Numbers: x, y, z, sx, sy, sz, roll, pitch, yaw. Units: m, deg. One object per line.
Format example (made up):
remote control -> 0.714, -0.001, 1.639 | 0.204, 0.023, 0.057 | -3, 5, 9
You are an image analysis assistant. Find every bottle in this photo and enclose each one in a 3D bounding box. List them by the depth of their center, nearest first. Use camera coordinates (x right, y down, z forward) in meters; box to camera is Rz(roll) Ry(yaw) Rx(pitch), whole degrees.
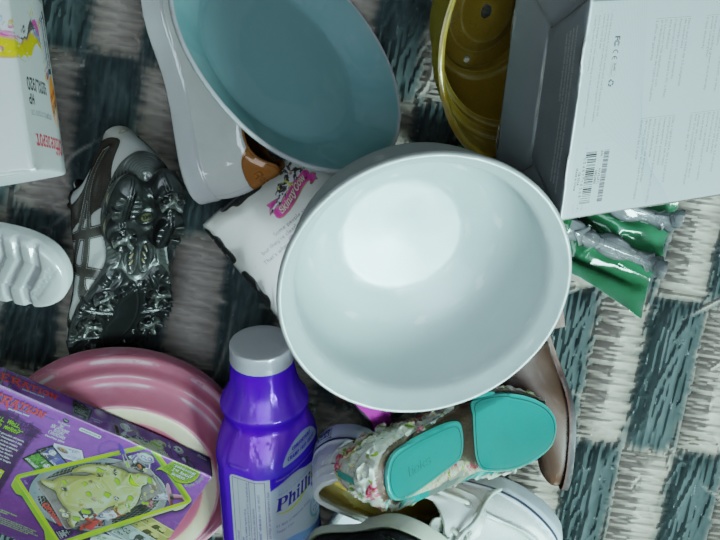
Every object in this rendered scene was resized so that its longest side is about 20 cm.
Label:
bottle -> -0.069, 0.136, 1.299 | 0.065, 0.084, 0.200 | 15, 124, 24

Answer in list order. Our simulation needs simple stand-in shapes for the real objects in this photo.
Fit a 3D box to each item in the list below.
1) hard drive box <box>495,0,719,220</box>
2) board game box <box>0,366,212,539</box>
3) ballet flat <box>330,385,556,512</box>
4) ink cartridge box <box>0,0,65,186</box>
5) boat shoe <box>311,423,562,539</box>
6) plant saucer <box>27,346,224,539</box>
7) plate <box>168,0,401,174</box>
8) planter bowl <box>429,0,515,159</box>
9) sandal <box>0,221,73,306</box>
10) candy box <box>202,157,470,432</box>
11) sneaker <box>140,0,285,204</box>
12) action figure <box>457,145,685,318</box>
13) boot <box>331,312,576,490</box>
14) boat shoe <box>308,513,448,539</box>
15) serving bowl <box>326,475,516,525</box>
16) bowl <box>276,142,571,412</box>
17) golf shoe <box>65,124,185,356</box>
hard drive box -> 0.199, -0.129, 1.209 | 0.200, 0.077, 0.156 | -8, 115, -35
board game box -> -0.224, 0.150, 1.279 | 0.200, 0.032, 0.120 | 27, 117, -21
ballet flat -> 0.058, 0.121, 1.246 | 0.200, 0.064, 0.076 | -8, 99, -45
ink cartridge box -> -0.292, -0.153, 1.183 | 0.144, 0.147, 0.201 | -8, 92, -1
boat shoe -> 0.056, 0.185, 1.272 | 0.202, 0.086, 0.075 | 26, 125, -12
plant saucer -> -0.184, 0.155, 1.331 | 0.200, 0.051, 0.201 | -3, 119, -5
plate -> -0.055, -0.147, 1.203 | 0.200, 0.200, 0.026 | 41, 129, -13
planter bowl -> 0.111, -0.175, 1.227 | 0.200, 0.083, 0.201 | -16, 119, -31
sandal -> -0.303, -0.028, 1.294 | 0.202, 0.050, 0.083 | 24, 126, 7
candy box -> 0.000, 0.000, 1.273 | 0.136, 0.061, 0.200 | -39, 89, 1
sneaker -> -0.099, -0.153, 1.235 | 0.084, 0.073, 0.201 | -13, 94, 16
action figure -> 0.138, -0.051, 1.292 | 0.200, 0.055, 0.118 | 18, 86, -4
boot -> 0.060, 0.089, 1.332 | 0.199, 0.064, 0.187 | -8, 94, -3
boat shoe -> -0.001, 0.225, 1.240 | 0.074, 0.199, 0.066 | 35, 63, -15
serving bowl -> 0.061, 0.234, 1.376 | 0.199, 0.066, 0.201 | 0, 107, -1
bowl -> 0.036, -0.010, 1.178 | 0.200, 0.090, 0.202 | -6, 122, -9
golf shoe -> -0.181, -0.018, 1.296 | 0.078, 0.095, 0.200 | -2, 135, -31
